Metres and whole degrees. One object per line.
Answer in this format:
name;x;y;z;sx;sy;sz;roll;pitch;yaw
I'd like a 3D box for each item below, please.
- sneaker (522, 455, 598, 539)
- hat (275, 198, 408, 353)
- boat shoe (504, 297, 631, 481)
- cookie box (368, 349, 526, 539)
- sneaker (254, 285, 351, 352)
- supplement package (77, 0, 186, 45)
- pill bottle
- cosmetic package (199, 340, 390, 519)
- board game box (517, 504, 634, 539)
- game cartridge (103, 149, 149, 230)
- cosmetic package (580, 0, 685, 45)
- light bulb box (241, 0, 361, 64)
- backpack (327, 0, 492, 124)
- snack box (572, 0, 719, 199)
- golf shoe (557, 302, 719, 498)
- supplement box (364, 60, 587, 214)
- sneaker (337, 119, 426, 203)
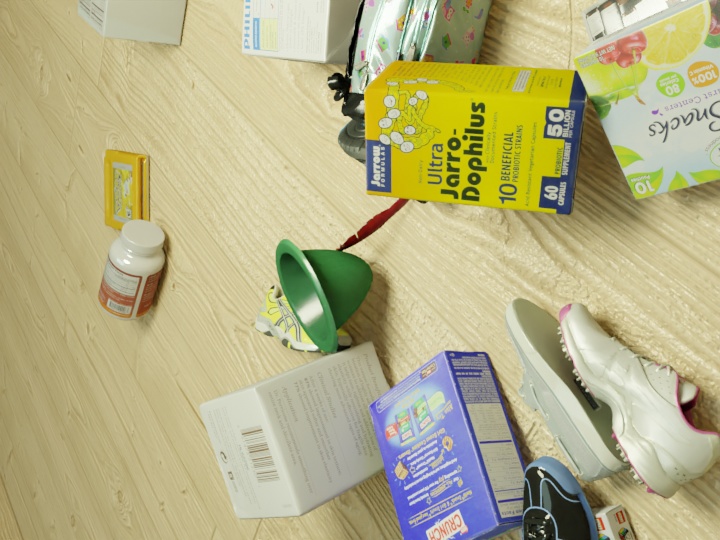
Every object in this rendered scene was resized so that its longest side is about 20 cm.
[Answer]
sneaker;0.191;0.291;0.753;0.070;0.078;0.201;-25;74;50
hat;0.000;0.000;1.028;0.166;0.176;0.200;65;160;-2
boat shoe;0.198;0.125;0.785;0.072;0.070;0.201;-49;61;38
cookie box;0.103;0.220;0.891;0.171;0.075;0.201;-45;51;44
sneaker;-0.090;0.073;1.137;0.200;0.075;0.077;16;97;43
supplement package;-0.414;-0.541;1.391;0.151;0.151;0.201;42;126;40
pill bottle;-0.468;-0.002;1.565;0.112;0.112;0.200;53;132;33
cosmetic package;-0.073;0.214;1.017;0.166;0.200;0.168;-26;82;50
board game box;0.248;0.352;0.782;0.126;0.035;0.201;-34;68;49
game cartridge;-0.518;-0.172;1.669;0.200;0.032;0.177;15;106;48
cosmetic package;0.288;-0.232;0.640;0.200;0.051;0.083;-26;76;50
light bulb box;-0.049;-0.370;0.981;0.200;0.125;0.199;23;113;48
backpack;0.065;-0.261;0.849;0.126;0.167;0.201;25;112;26
snack box;0.290;-0.149;0.602;0.200;0.053;0.142;-14;111;50
golf shoe;0.262;0.107;0.716;0.091;0.075;0.200;-38;63;23
supplement box;0.113;-0.133;0.737;0.199;0.110;0.109;7;120;15
sneaker;0.031;-0.143;0.951;0.073;0.082;0.200;-39;34;4
